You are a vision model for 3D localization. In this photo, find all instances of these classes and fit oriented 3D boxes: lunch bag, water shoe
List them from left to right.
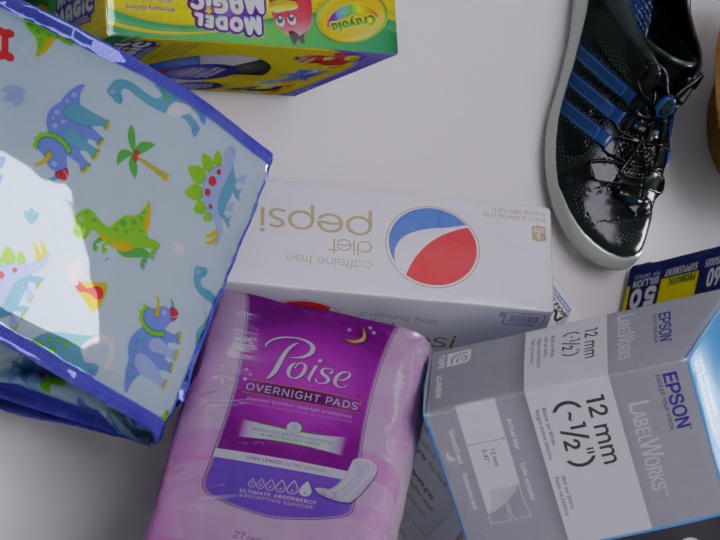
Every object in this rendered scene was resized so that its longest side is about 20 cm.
[{"bbox_3d":[-0.160,-0.026,1.463,0.200,0.127,0.170,23,69,-7],"label":"lunch bag"},{"bbox_3d":[0.157,-0.102,1.710,0.071,0.079,0.201,10,76,-30],"label":"water shoe"}]

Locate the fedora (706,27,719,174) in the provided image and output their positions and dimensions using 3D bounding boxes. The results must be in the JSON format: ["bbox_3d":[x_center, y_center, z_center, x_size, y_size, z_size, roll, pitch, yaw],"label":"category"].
[{"bbox_3d":[0.268,-0.086,1.776,0.200,0.082,0.201,10,71,-30],"label":"fedora"}]

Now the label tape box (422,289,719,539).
[{"bbox_3d":[0.146,0.095,1.479,0.066,0.199,0.144,-78,153,-60],"label":"label tape box"}]

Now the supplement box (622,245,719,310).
[{"bbox_3d":[0.210,0.098,1.689,0.109,0.109,0.201,21,70,-28],"label":"supplement box"}]

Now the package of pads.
[{"bbox_3d":[-0.037,0.108,1.457,0.120,0.076,0.200,12,46,2],"label":"package of pads"}]

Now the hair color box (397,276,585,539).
[{"bbox_3d":[0.038,0.074,1.615,0.200,0.064,0.111,-44,103,-28],"label":"hair color box"}]

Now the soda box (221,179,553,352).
[{"bbox_3d":[0.000,0.000,1.554,0.199,0.064,0.068,6,58,-8],"label":"soda box"}]

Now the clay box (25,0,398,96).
[{"bbox_3d":[-0.094,-0.127,1.538,0.200,0.115,0.048,0,81,-31],"label":"clay box"}]
